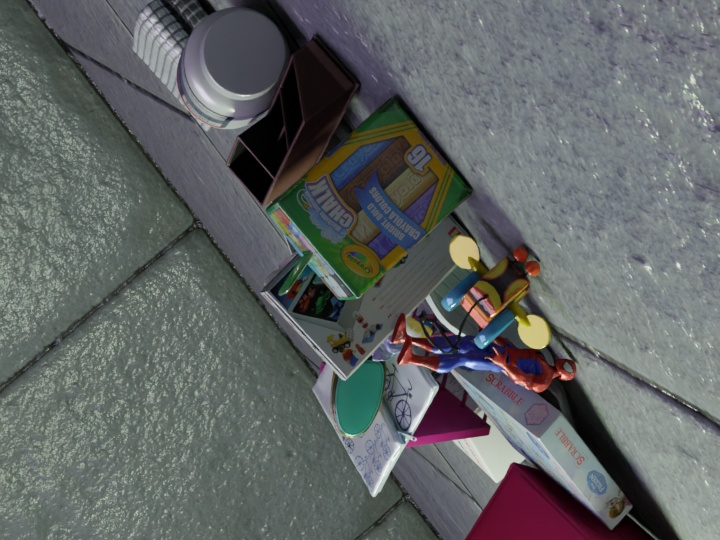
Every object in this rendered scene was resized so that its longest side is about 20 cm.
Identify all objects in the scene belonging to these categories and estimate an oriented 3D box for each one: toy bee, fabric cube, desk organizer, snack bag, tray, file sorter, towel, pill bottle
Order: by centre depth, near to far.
[{"bbox_3d":[0.138,0.026,1.506,0.131,0.109,0.200,43,-162,-13],"label":"toy bee"},{"bbox_3d":[-0.076,-0.152,1.632,0.072,0.077,0.200,48,152,8],"label":"desk organizer"},{"bbox_3d":[-0.138,-0.225,1.702,0.120,0.119,0.200,50,171,-7],"label":"pill bottle"},{"bbox_3d":[0.218,0.154,1.823,0.107,0.022,0.201,45,170,32],"label":"tray"},{"bbox_3d":[0.247,0.380,1.863,0.199,0.197,0.199,21,-164,-44],"label":"fabric cube"},{"bbox_3d":[0.016,0.143,1.897,0.189,0.021,0.201,60,136,35],"label":"snack bag"},{"bbox_3d":[0.066,0.113,1.961,0.200,0.138,0.127,38,124,47],"label":"file sorter"},{"bbox_3d":[-0.207,-0.271,1.987,0.166,0.085,0.200,48,170,-2],"label":"towel"}]

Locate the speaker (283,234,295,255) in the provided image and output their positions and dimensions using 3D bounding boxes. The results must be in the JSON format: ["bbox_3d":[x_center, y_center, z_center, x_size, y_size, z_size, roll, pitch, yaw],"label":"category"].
[{"bbox_3d":[-0.057,-0.051,1.954,0.081,0.080,0.202,76,173,-71],"label":"speaker"}]

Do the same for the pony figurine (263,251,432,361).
[{"bbox_3d":[0.000,0.000,1.710,0.201,0.193,0.166,51,175,-15],"label":"pony figurine"}]

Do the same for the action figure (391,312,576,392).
[{"bbox_3d":[0.133,0.087,1.597,0.198,0.052,0.066,14,-156,-19],"label":"action figure"}]

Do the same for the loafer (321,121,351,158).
[{"bbox_3d":[-0.009,-0.089,1.784,0.201,0.070,0.075,53,170,-21],"label":"loafer"}]

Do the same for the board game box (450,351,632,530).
[{"bbox_3d":[0.202,0.186,1.785,0.199,0.041,0.200,39,171,50],"label":"board game box"}]

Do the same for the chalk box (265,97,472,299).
[{"bbox_3d":[-0.012,-0.053,1.521,0.124,0.200,0.124,50,171,-6],"label":"chalk box"}]

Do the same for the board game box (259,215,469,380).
[{"bbox_3d":[0.009,-0.002,1.607,0.126,0.200,0.035,47,171,-7],"label":"board game box"}]

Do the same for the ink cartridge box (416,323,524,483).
[{"bbox_3d":[0.136,0.175,2.116,0.200,0.084,0.147,41,168,48],"label":"ink cartridge box"}]

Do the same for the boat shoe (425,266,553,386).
[{"bbox_3d":[0.126,0.053,1.687,0.201,0.073,0.067,51,170,-7],"label":"boat shoe"}]

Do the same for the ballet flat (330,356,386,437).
[{"bbox_3d":[-0.003,0.097,1.859,0.071,0.070,0.203,-150,62,-65],"label":"ballet flat"}]
